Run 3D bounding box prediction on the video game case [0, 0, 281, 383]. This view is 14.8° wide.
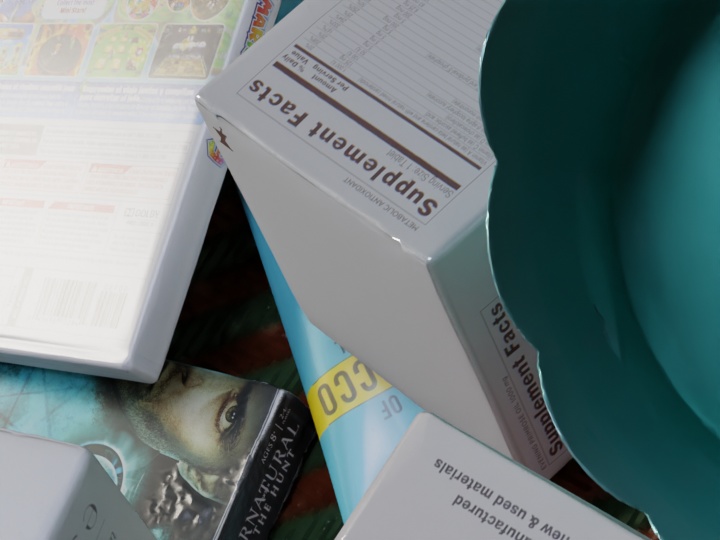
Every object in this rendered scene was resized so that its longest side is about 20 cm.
[{"bbox_3d":[-0.091,-0.064,0.949,0.143,0.018,0.201,5,73,44],"label":"video game case"}]

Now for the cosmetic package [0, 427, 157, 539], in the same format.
[{"bbox_3d":[-0.117,0.170,0.717,0.122,0.200,0.200,9,61,26],"label":"cosmetic package"}]

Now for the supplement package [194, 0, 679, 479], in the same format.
[{"bbox_3d":[0.071,-0.056,0.816,0.200,0.110,0.114,-41,48,-14],"label":"supplement package"}]

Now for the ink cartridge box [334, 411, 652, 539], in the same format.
[{"bbox_3d":[0.018,0.158,0.673,0.084,0.145,0.200,29,81,39],"label":"ink cartridge box"}]

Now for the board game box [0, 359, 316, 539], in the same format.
[{"bbox_3d":[-0.109,0.119,0.899,0.135,0.028,0.201,11,69,36],"label":"board game box"}]

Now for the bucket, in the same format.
[{"bbox_3d":[0.135,-0.021,0.648,0.206,0.135,0.208,0,90,14],"label":"bucket"}]

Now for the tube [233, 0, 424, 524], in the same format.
[{"bbox_3d":[0.000,0.000,0.897,0.077,0.050,0.200,-35,55,16],"label":"tube"}]
